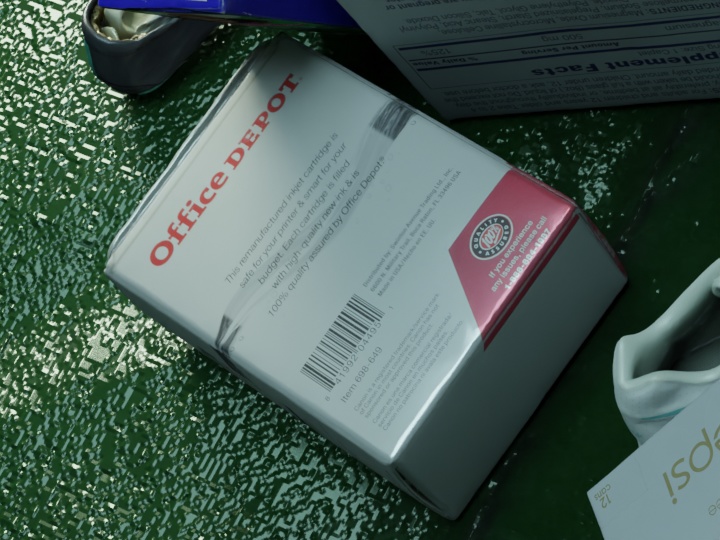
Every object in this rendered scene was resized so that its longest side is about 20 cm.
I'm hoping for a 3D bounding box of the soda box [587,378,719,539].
[{"bbox_3d":[0.186,0.067,1.216,0.200,0.063,0.068,-44,49,31],"label":"soda box"}]

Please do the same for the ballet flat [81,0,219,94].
[{"bbox_3d":[-0.069,-0.175,1.515,0.200,0.073,0.073,-47,54,-1],"label":"ballet flat"}]

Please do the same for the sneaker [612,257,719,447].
[{"bbox_3d":[0.195,0.013,1.277,0.200,0.080,0.071,-38,53,4],"label":"sneaker"}]

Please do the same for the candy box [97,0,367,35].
[{"bbox_3d":[-0.032,-0.198,1.396,0.077,0.200,0.170,8,94,31],"label":"candy box"}]

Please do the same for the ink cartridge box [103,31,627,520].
[{"bbox_3d":[0.000,0.000,1.380,0.200,0.085,0.146,33,83,34],"label":"ink cartridge box"}]

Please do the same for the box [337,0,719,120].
[{"bbox_3d":[0.088,-0.161,1.344,0.183,0.200,0.106,-3,65,26],"label":"box"}]
